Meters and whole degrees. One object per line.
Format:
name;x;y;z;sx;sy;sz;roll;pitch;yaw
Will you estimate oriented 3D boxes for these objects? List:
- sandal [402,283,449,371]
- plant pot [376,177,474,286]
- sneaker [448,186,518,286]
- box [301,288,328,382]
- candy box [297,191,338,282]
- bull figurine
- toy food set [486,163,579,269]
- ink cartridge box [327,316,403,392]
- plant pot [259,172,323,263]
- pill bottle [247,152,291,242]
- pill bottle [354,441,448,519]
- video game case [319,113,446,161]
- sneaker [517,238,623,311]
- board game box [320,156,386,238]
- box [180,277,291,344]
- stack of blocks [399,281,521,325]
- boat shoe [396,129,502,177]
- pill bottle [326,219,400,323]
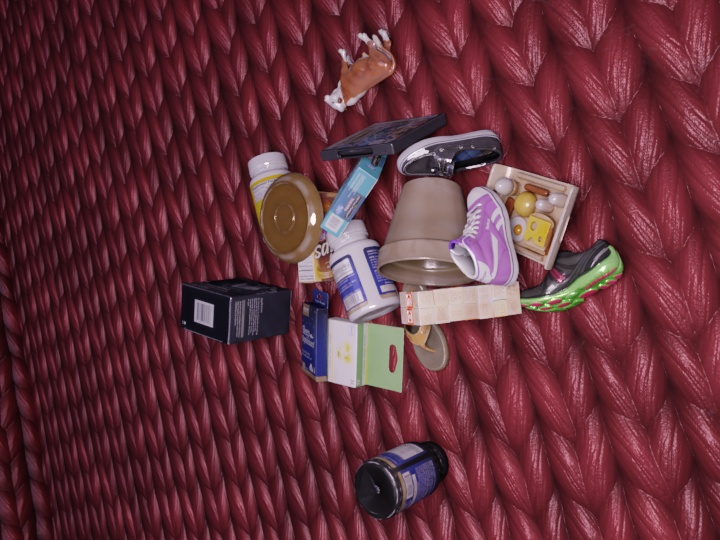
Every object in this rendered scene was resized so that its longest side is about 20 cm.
sandal;0.122;0.111;1.287;0.080;0.054;0.202;-23;78;38
plant pot;0.134;-0.077;1.198;0.198;0.199;0.176;-7;73;40
sneaker;0.201;-0.071;1.089;0.073;0.113;0.202;-53;39;47
box;-0.108;0.148;1.465;0.121;0.032;0.203;-169;81;-68
candy box;-0.088;-0.076;1.413;0.056;0.116;0.203;-2;91;40
bull figurine;-0.003;-0.432;1.354;0.199;0.065;0.123;-19;83;38
toy food set;0.286;-0.100;1.105;0.200;0.060;0.145;36;116;56
ink cartridge box;0.003;0.189;1.397;0.199;0.048;0.147;5;95;42
plant pot;-0.162;-0.116;1.381;0.199;0.027;0.203;2;94;40
pill bottle;-0.202;-0.174;1.505;0.114;0.114;0.202;-24;77;38
pill bottle;0.089;0.406;1.237;0.111;0.199;0.113;2;93;40
video game case;0.047;-0.265;1.242;0.179;0.200;0.026;3;118;39
sneaker;0.359;0.013;1.085;0.199;0.076;0.085;-32;50;36
board game box;-0.008;-0.175;1.297;0.047;0.200;0.151;32;119;-7
box;-0.310;0.095;1.553;0.195;0.199;0.119;11;100;38
stack of blocks;0.174;0.059;1.129;0.115;0.198;0.059;168;96;-72
boat shoe;0.169;-0.206;1.164;0.070;0.198;0.067;81;178;-49
pill bottle;0.000;0.000;1.342;0.119;0.119;0.202;-30;73;36
